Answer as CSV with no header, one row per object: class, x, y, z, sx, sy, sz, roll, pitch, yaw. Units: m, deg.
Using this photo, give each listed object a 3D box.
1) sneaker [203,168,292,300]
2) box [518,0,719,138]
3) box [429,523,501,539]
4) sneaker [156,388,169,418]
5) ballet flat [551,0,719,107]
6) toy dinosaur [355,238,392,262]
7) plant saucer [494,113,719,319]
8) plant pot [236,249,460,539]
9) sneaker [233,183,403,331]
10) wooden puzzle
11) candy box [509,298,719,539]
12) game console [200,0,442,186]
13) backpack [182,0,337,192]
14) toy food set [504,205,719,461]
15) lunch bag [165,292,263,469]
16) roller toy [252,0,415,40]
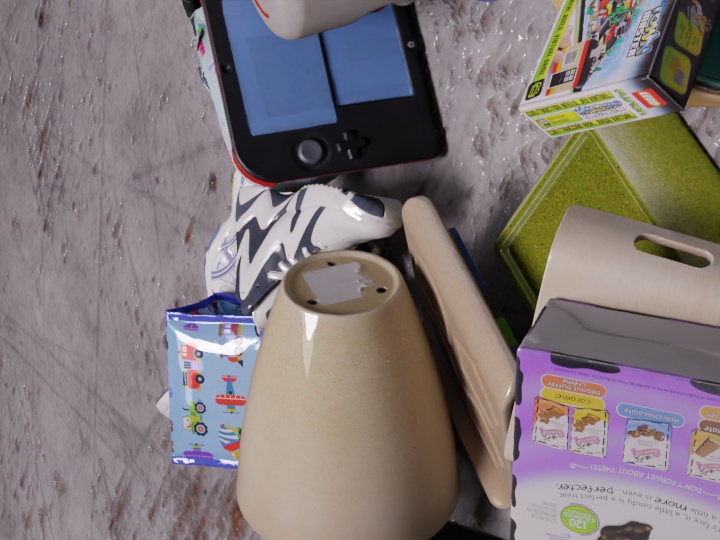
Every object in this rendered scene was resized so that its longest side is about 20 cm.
sneaker,-0.097,-0.022,1.312,0.088,0.075,0.201,44,130,44
box,0.177,-0.179,0.819,0.110,0.035,0.201,-7,54,55
box,0.055,0.276,1.063,0.200,0.148,0.108,5,99,56
sneaker,-0.134,0.122,1.409,0.085,0.074,0.200,52,135,3
ballet flat,0.196,-0.149,0.884,0.200,0.068,0.063,51,162,43
toy dinosaur,0.000,0.000,1.191,0.200,0.077,0.103,30,131,45
plant saucer,0.172,-0.008,0.936,0.200,0.048,0.200,62,140,29
plant pot,-0.013,0.092,1.060,0.187,0.187,0.201,41,142,46
sneaker,-0.042,-0.002,1.115,0.199,0.079,0.130,5,87,45
wooden puzzle,0.089,0.062,1.029,0.200,0.046,0.186,83,164,-55
candy box,0.181,0.133,0.825,0.167,0.072,0.201,10,118,21
game console,-0.034,-0.174,1.112,0.031,0.176,0.201,125,133,-76
backpack,-0.064,-0.172,1.189,0.127,0.166,0.201,130,126,-74
toy food set,0.182,0.066,0.871,0.143,0.060,0.201,18,121,17
lunch bag,-0.076,0.111,1.259,0.199,0.094,0.151,6,104,27
roller toy,-0.036,-0.273,1.023,0.183,0.139,0.201,88,160,-60
